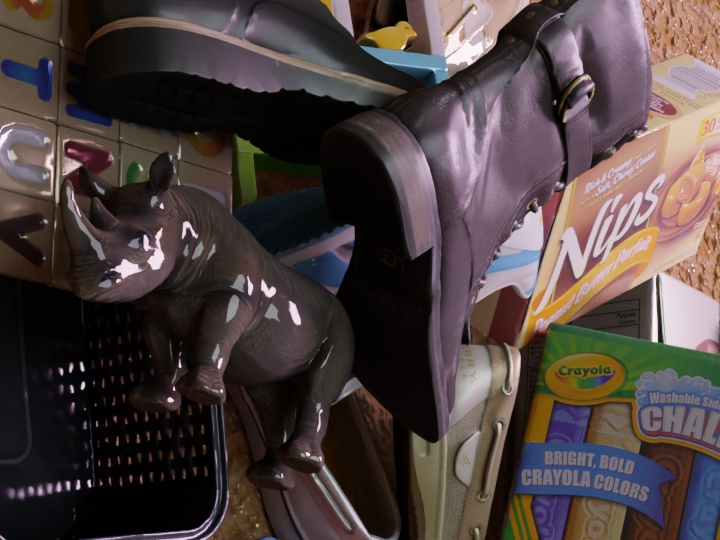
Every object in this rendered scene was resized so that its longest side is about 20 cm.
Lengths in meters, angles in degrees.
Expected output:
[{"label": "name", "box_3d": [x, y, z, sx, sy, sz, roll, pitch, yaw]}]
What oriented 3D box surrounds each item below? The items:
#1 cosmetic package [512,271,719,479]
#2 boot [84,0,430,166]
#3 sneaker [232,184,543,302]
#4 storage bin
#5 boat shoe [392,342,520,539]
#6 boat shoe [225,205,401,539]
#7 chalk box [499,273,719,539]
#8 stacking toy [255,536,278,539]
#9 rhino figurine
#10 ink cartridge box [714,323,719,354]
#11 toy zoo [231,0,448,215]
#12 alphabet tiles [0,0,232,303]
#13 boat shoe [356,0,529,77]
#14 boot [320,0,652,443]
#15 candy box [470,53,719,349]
[{"label": "cosmetic package", "box_3d": [0.156, 0.110, 1.070, 0.087, 0.103, 0.201, 22, 67, -46]}, {"label": "boot", "box_3d": [-0.034, -0.127, 0.775, 0.200, 0.077, 0.139, 13, 67, -49]}, {"label": "sneaker", "box_3d": [0.000, 0.000, 0.838, 0.199, 0.076, 0.081, -17, 113, -17]}, {"label": "storage bin", "box_3d": [-0.141, 0.022, 0.748, 0.135, 0.094, 0.201, 3, 80, -49]}, {"label": "boat shoe", "box_3d": [0.052, 0.130, 0.918, 0.073, 0.063, 0.201, -111, -163, -65]}, {"label": "boat shoe", "box_3d": [-0.029, 0.053, 0.889, 0.071, 0.070, 0.201, -26, 102, -49]}, {"label": "chalk box", "box_3d": [0.153, 0.106, 0.943, 0.125, 0.123, 0.201, 56, 48, -70]}, {"label": "stacking toy", "box_3d": [0.019, 0.192, 0.811, 0.116, 0.199, 0.110, 59, 44, -23]}, {"label": "rhino figurine", "box_3d": [-0.063, 0.015, 0.709, 0.200, 0.060, 0.088, 44, 51, -49]}, {"label": "ink cartridge box", "box_3d": [0.236, 0.148, 1.135, 0.128, 0.125, 0.201, 21, 65, -45]}, {"label": "toy zoo", "box_3d": [-0.015, -0.108, 0.920, 0.131, 0.020, 0.201, 3, 66, -25]}, {"label": "alphabet tiles", "box_3d": [-0.113, -0.089, 0.730, 0.167, 0.008, 0.201, 15, 70, -47]}, {"label": "boat shoe", "box_3d": [0.037, -0.138, 1.008, 0.069, 0.074, 0.200, 59, 44, -30]}, {"label": "boot", "box_3d": [0.069, -0.032, 0.785, 0.174, 0.069, 0.201, -34, 140, -28]}, {"label": "candy box", "box_3d": [0.135, -0.042, 0.975, 0.200, 0.055, 0.116, -22, 135, -47]}]
